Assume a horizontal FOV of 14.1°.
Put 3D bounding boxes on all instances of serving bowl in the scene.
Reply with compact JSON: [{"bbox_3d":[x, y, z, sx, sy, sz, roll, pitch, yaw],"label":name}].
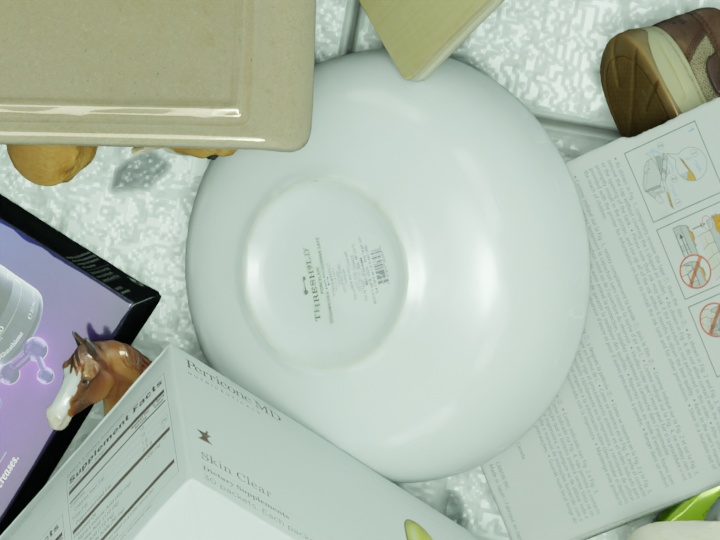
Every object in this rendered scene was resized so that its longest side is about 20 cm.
[{"bbox_3d":[0.000,0.000,1.299,0.200,0.066,0.200,2,94,28],"label":"serving bowl"}]

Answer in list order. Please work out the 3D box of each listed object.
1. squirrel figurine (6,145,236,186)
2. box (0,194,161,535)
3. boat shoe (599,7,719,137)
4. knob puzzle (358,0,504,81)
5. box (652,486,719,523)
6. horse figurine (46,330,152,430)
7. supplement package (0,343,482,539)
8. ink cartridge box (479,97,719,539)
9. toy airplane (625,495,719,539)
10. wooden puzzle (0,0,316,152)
[{"bbox_3d":[-0.121,-0.135,1.298,0.187,0.142,0.200,5,86,12],"label":"squirrel figurine"},{"bbox_3d":[-0.208,0.060,1.354,0.141,0.079,0.200,32,95,5],"label":"box"},{"bbox_3d":[0.181,-0.026,1.314,0.072,0.072,0.200,-23,84,-25],"label":"boat shoe"},{"bbox_3d":[0.055,-0.211,1.276,0.220,0.030,0.220,-9,76,41],"label":"knob puzzle"},{"bbox_3d":[0.206,0.188,1.339,0.200,0.048,0.122,44,96,2],"label":"box"},{"bbox_3d":[-0.073,0.117,1.339,0.200,0.050,0.133,23,95,-22],"label":"horse figurine"},{"bbox_3d":[-0.048,0.160,1.265,0.200,0.111,0.156,33,109,-25],"label":"supplement package"},{"bbox_3d":[0.129,0.023,1.296,0.200,0.050,0.161,-25,85,26],"label":"ink cartridge box"},{"bbox_3d":[0.243,0.124,1.240,0.200,0.141,0.199,39,122,-16],"label":"toy airplane"},{"bbox_3d":[-0.118,-0.138,1.232,0.200,0.037,0.185,3,72,-4],"label":"wooden puzzle"}]
